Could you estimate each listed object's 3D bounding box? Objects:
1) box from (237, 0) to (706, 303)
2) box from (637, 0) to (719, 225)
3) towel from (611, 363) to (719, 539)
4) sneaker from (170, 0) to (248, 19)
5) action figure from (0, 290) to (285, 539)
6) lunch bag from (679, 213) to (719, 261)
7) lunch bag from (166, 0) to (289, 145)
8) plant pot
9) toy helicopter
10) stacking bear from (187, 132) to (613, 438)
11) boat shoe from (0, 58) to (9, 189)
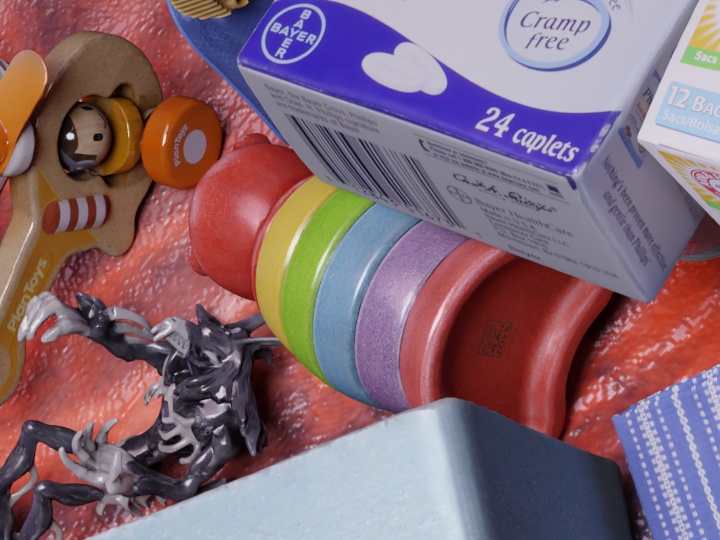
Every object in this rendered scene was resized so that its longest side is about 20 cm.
[{"bbox_3d":[0.083,-0.116,1.095,0.184,0.105,0.200,21,71,35],"label":"box"},{"bbox_3d":[0.211,-0.045,1.042,0.112,0.200,0.102,20,80,35],"label":"box"},{"bbox_3d":[0.191,0.093,1.028,0.200,0.024,0.145,-28,78,50],"label":"towel"},{"bbox_3d":[-0.037,-0.210,1.152,0.200,0.075,0.090,-46,59,1],"label":"sneaker"},{"bbox_3d":[-0.119,0.073,1.246,0.200,0.102,0.119,-40,43,10],"label":"action figure"},{"bbox_3d":[0.134,-0.114,1.194,0.160,0.077,0.201,17,78,36],"label":"lunch bag"},{"bbox_3d":[-0.010,-0.166,1.251,0.132,0.136,0.200,-24,49,20],"label":"lunch bag"},{"bbox_3d":[0.016,0.191,1.069,0.196,0.196,0.201,-22,70,20],"label":"plant pot"},{"bbox_3d":[-0.161,-0.027,1.293,0.079,0.132,0.201,17,79,34],"label":"toy helicopter"},{"bbox_3d":[0.000,0.000,1.199,0.200,0.114,0.122,27,100,41],"label":"stacking bear"},{"bbox_3d":[-0.235,-0.028,1.378,0.072,0.066,0.201,17,78,34],"label":"boat shoe"}]
